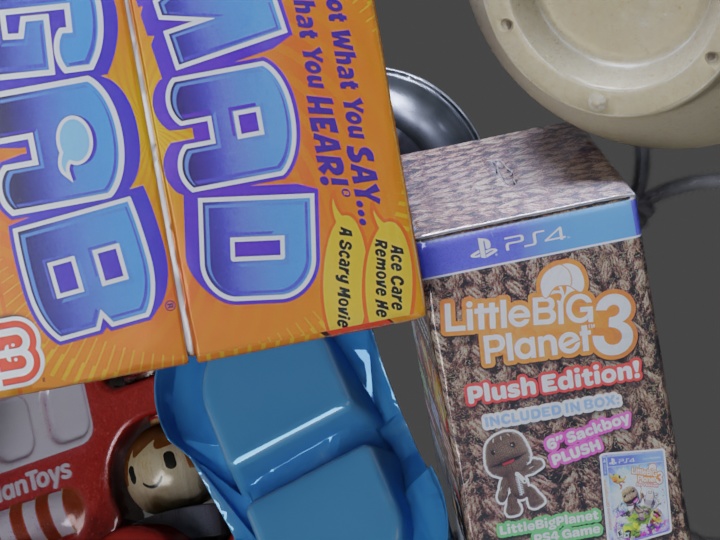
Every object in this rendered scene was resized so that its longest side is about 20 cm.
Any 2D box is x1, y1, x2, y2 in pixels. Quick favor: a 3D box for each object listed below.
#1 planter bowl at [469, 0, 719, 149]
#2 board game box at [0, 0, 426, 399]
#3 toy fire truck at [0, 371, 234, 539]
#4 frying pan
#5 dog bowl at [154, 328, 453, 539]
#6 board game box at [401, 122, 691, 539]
[{"bbox_3d":[0.127,-0.140,1.266,0.199,0.135,0.201,6,109,19],"label":"planter bowl"},{"bbox_3d":[-0.095,-0.075,1.276,0.199,0.200,0.201,-11,101,-4],"label":"board game box"},{"bbox_3d":[-0.125,0.120,1.474,0.199,0.112,0.169,-21,77,28],"label":"toy fire truck"},{"bbox_3d":[-0.013,-0.012,1.425,0.115,0.031,0.190,38,114,7],"label":"frying pan"},{"bbox_3d":[-0.022,0.093,1.373,0.111,0.050,0.201,-28,61,6],"label":"dog bowl"},{"bbox_3d":[0.080,0.052,1.322,0.096,0.160,0.201,-11,105,-2],"label":"board game box"}]
